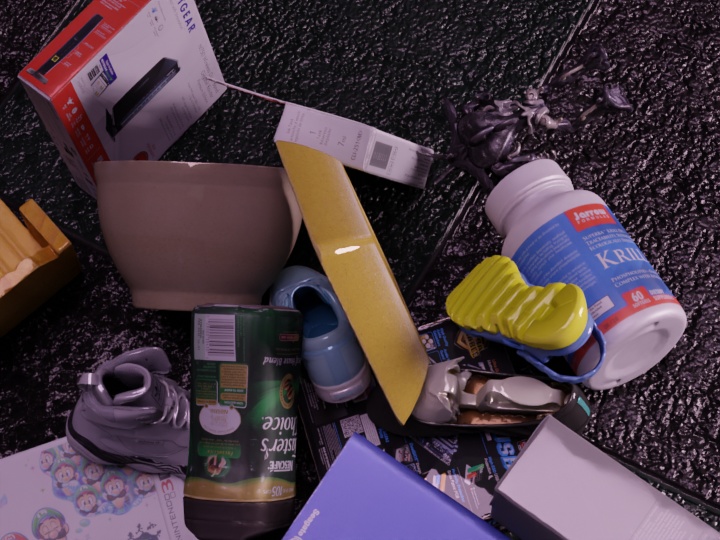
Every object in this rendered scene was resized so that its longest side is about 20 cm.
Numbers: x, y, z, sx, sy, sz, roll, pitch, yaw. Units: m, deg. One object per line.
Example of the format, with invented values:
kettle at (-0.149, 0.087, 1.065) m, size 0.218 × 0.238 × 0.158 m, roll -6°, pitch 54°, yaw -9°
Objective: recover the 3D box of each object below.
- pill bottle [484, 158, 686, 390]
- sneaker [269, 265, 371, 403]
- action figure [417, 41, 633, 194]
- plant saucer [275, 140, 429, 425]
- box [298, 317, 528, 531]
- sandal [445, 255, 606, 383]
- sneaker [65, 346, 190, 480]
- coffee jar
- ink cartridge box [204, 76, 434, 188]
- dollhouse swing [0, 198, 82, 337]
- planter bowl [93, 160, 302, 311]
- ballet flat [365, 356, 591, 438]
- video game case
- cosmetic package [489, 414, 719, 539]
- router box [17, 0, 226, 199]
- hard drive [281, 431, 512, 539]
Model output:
pill bottle at (0.196, -0.001, 1.581) m, size 0.112 × 0.112 × 0.200 m, roll -30°, pitch 63°, yaw -7°
sneaker at (-0.041, 0.033, 1.586) m, size 0.074 × 0.082 × 0.200 m, roll -23°, pitch 34°, yaw -10°
action figure at (0.157, -0.132, 1.665) m, size 0.199 × 0.102 × 0.119 m, roll -27°, pitch 68°, yaw 5°
plant saucer at (0.000, 0.000, 1.504) m, size 0.048 × 0.201 × 0.200 m, roll -25°, pitch 34°, yaw 1°
box at (0.055, 0.150, 1.562) m, size 0.197 × 0.050 × 0.201 m, roll -18°, pitch 61°, yaw -2°
sandal at (0.144, 0.048, 1.513) m, size 0.080 × 0.087 × 0.200 m, roll -47°, pitch 28°, yaw -7°
sneaker at (-0.161, 0.130, 1.550) m, size 0.199 × 0.115 × 0.075 m, roll 8°, pitch 57°, yaw -6°
coffee jar at (-0.099, 0.129, 1.487) m, size 0.085 × 0.104 × 0.201 m, roll 2°, pitch 89°, yaw 21°
ink cartridge box at (-0.039, -0.127, 1.639) m, size 0.173 × 0.200 × 0.044 m, roll 17°, pitch 93°, yaw 18°
dollhouse swing at (-0.398, -0.011, 1.661) m, size 0.200 × 0.182 × 0.176 m, roll -39°, pitch 84°, yaw -11°
planter bowl at (-0.149, -0.028, 1.623) m, size 0.199 × 0.200 × 0.136 m, roll 2°, pitch 90°, yaw 10°
ballet flat at (0.100, 0.107, 1.513) m, size 0.199 × 0.068 × 0.068 m, roll 1°, pitch 62°, yaw 10°
video game case at (-0.249, 0.233, 1.581) m, size 0.199 × 0.024 × 0.183 m, roll -19°, pitch 62°, yaw -2°
cosmetic package at (0.207, 0.216, 1.431) m, size 0.200 × 0.107 × 0.090 m, roll 38°, pitch 75°, yaw 12°
router box at (-0.225, -0.183, 1.694) m, size 0.049 × 0.200 × 0.180 m, roll 35°, pitch 73°, yaw 24°
hard drive at (0.040, 0.248, 1.480) m, size 0.199 × 0.025 × 0.132 m, roll 34°, pitch 83°, yaw 10°
